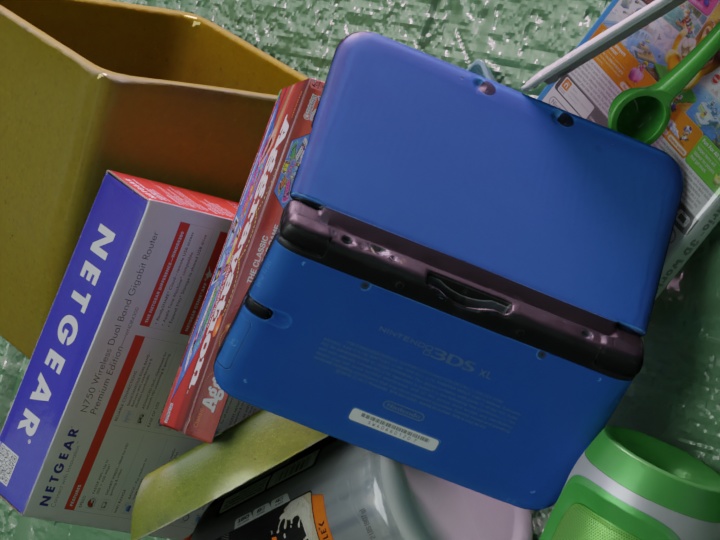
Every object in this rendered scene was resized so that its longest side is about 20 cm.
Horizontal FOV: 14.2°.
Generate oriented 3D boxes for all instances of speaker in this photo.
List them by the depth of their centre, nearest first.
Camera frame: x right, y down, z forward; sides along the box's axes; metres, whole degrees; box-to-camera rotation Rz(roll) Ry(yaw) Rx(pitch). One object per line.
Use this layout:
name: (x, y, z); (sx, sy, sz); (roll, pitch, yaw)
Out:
speaker: (0.117, 0.185, 1.481); (0.088, 0.088, 0.201); (35, 106, 46)

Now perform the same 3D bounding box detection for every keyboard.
keyboard: (0.171, -0.148, 1.495); (0.200, 0.056, 0.011); (-32, 87, 15)

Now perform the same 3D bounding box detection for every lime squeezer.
lime squeezer: (0.136, -0.084, 1.538); (0.200, 0.038, 0.071); (-26, 29, 37)

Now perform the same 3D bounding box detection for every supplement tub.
supplement tub: (-0.012, 0.157, 1.600); (0.200, 0.122, 0.123); (-31, 58, 39)

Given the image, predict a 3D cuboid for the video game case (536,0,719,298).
video game case: (0.162, -0.086, 1.542); (0.200, 0.018, 0.143); (-53, 47, 18)

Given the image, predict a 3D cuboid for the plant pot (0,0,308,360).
plant pot: (-0.154, -0.047, 1.769); (0.194, 0.195, 0.201); (33, 110, 47)

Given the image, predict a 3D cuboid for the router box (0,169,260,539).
router box: (-0.104, 0.056, 1.686); (0.049, 0.179, 0.201); (33, 103, 46)

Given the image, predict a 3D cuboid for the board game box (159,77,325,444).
board game box: (-0.062, -0.005, 1.569); (0.103, 0.019, 0.201); (180, 110, -78)

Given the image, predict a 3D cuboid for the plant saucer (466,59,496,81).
plant saucer: (0.082, -0.023, 1.626); (0.070, 0.019, 0.201); (-43, 50, 31)

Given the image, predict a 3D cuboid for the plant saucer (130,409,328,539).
plant saucer: (-0.047, 0.090, 1.608); (0.200, 0.200, 0.031); (-30, 88, 39)

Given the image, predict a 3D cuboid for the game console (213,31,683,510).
game console: (0.046, 0.003, 1.498); (0.119, 0.199, 0.171); (-81, 15, -54)
